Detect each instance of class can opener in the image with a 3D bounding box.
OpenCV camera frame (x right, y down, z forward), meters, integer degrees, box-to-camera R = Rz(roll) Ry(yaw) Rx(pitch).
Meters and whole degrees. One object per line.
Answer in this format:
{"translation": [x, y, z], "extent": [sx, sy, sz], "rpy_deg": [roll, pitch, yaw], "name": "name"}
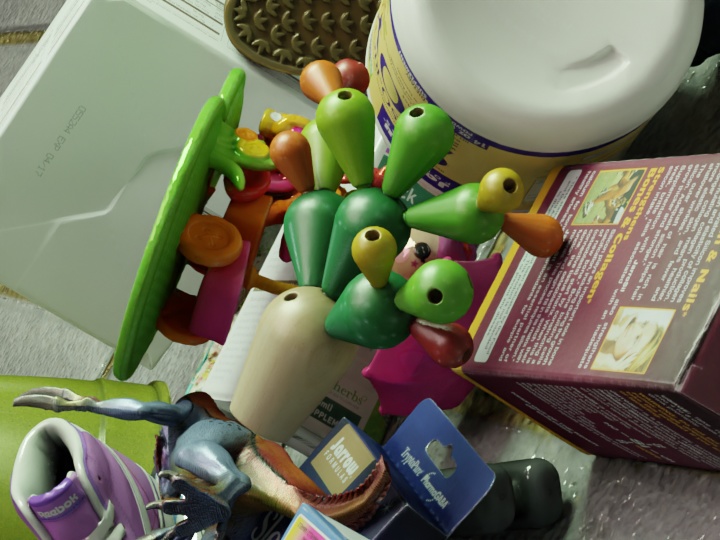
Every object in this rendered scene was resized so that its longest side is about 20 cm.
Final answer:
{"translation": [0.029, 0.132, 1.279], "extent": [0.200, 0.053, 0.067], "rpy_deg": [-15, 80, 60], "name": "can opener"}

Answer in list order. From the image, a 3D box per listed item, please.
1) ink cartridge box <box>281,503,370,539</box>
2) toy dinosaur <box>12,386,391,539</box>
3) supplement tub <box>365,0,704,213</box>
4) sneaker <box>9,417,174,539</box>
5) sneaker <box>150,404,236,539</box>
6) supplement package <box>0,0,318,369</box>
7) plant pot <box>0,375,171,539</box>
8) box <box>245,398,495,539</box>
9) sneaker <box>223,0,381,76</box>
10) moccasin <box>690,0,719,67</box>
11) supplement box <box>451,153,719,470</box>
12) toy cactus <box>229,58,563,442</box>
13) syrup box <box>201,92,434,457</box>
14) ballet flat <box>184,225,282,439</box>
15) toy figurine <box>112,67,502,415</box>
{"translation": [-0.013, 0.221, 1.111], "extent": [0.200, 0.136, 0.076], "rpy_deg": [-59, 20, -2], "name": "ink cartridge box"}
{"translation": [-0.066, 0.105, 1.268], "extent": [0.182, 0.199, 0.105], "rpy_deg": [-67, -28, -67], "name": "toy dinosaur"}
{"translation": [0.078, -0.108, 1.272], "extent": [0.146, 0.145, 0.200], "rpy_deg": [-64, 0, -13], "name": "supplement tub"}
{"translation": [-0.129, 0.163, 1.335], "extent": [0.072, 0.114, 0.201], "rpy_deg": [-32, 52, 5], "name": "sneaker"}
{"translation": [-0.081, 0.160, 1.430], "extent": [0.072, 0.072, 0.201], "rpy_deg": [-4, 61, 21], "name": "sneaker"}
{"translation": [-0.128, -0.075, 1.534], "extent": [0.200, 0.155, 0.111], "rpy_deg": [-52, 15, 26], "name": "supplement package"}
{"translation": [-0.228, 0.142, 1.531], "extent": [0.200, 0.192, 0.201], "rpy_deg": [-167, 90, -77], "name": "plant pot"}
{"translation": [-0.027, 0.144, 1.219], "extent": [0.200, 0.032, 0.121], "rpy_deg": [-49, 21, 2], "name": "box"}
{"translation": [0.021, -0.145, 1.485], "extent": [0.090, 0.199, 0.067], "rpy_deg": [-127, 33, -79], "name": "sneaker"}
{"translation": [0.162, -0.184, 1.337], "extent": [0.068, 0.080, 0.200], "rpy_deg": [-48, 23, 35], "name": "moccasin"}
{"translation": [0.136, 0.019, 1.120], "extent": [0.111, 0.085, 0.200], "rpy_deg": [-63, 22, -11], "name": "supplement box"}
{"translation": [0.000, 0.000, 1.169], "extent": [0.165, 0.102, 0.200], "rpy_deg": [-60, 37, 14], "name": "toy cactus"}
{"translation": [0.000, 0.000, 1.447], "extent": [0.201, 0.079, 0.081], "rpy_deg": [-63, 23, -12], "name": "syrup box"}
{"translation": [-0.055, 0.045, 1.549], "extent": [0.064, 0.076, 0.201], "rpy_deg": [4, 66, 32], "name": "ballet flat"}
{"translation": [-0.008, -0.002, 1.340], "extent": [0.200, 0.183, 0.151], "rpy_deg": [-70, 0, -51], "name": "toy figurine"}
